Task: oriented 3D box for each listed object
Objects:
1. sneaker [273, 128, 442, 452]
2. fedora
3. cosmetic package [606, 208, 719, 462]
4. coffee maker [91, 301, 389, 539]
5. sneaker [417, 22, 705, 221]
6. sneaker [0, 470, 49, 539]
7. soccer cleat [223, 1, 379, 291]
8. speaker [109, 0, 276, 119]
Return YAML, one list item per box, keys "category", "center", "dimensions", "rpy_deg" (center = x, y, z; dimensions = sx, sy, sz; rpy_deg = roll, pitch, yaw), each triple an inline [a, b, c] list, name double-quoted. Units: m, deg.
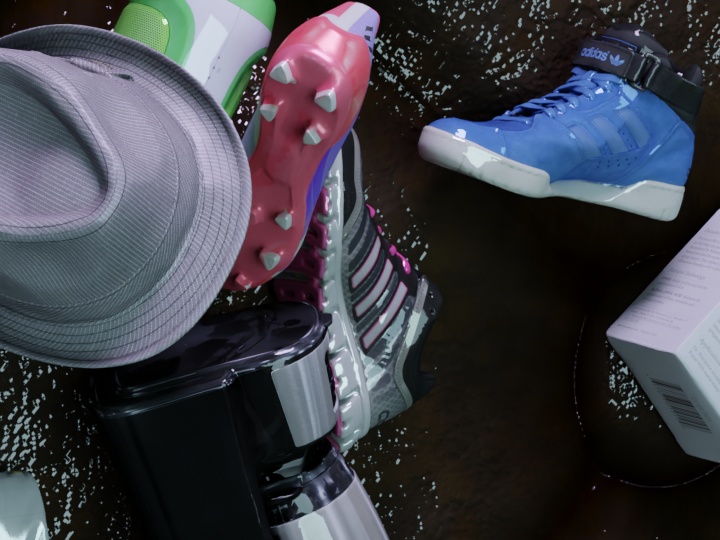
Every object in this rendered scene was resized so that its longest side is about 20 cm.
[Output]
- category: "sneaker"
  center: [0.000, 0.000, 1.709]
  dimensions: [0.087, 0.074, 0.201]
  rpy_deg: [-17, 109, -30]
- category: "fedora"
  center: [-0.163, -0.049, 1.528]
  dimensions: [0.177, 0.199, 0.090]
  rpy_deg: [-56, 158, -3]
- category: "cosmetic package"
  center: [0.264, 0.015, 1.860]
  dimensions: [0.200, 0.081, 0.113]
  rpy_deg: [-45, 117, -18]
- category: "coffee maker"
  center: [-0.080, 0.139, 1.643]
  dimensions: [0.191, 0.135, 0.201]
  rpy_deg: [-25, 107, -20]
- category: "sneaker"
  center: [0.124, -0.099, 1.758]
  dimensions: [0.199, 0.077, 0.112]
  rpy_deg: [9, 99, -35]
- category: "sneaker"
  center: [-0.216, 0.206, 1.612]
  dimensions: [0.115, 0.074, 0.201]
  rpy_deg: [1, 96, -27]
- category: "soccer cleat"
  center: [-0.040, -0.064, 1.631]
  dimensions: [0.067, 0.200, 0.077]
  rpy_deg: [34, 46, 7]
- category: "speaker"
  center: [-0.120, -0.071, 1.616]
  dimensions: [0.088, 0.088, 0.201]
  rpy_deg: [29, 83, -30]
